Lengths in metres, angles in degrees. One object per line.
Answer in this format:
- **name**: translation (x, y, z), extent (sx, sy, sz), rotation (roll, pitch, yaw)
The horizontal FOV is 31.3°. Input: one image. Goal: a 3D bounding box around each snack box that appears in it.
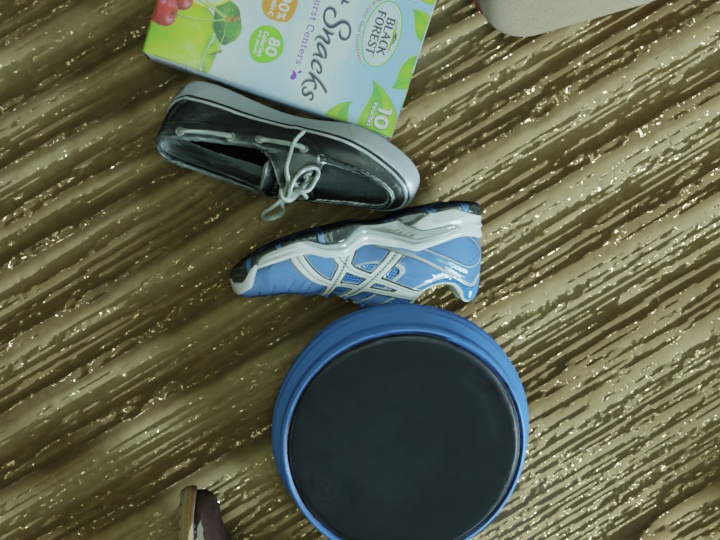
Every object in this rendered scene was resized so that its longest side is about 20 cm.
- **snack box**: translation (-0.049, -0.198, 0.974), extent (0.197, 0.053, 0.144), rotation (19, 92, -4)

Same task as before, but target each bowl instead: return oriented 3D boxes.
- **bowl**: translation (0.032, 0.126, 0.972), extent (0.197, 0.039, 0.204), rotation (-1, 107, -4)

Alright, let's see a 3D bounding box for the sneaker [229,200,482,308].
- **sneaker**: translation (0.000, 0.000, 0.973), extent (0.197, 0.076, 0.078), rotation (-10, 97, -2)

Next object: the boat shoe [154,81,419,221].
- **boat shoe**: translation (-0.055, -0.078, 0.957), extent (0.197, 0.074, 0.069), rotation (22, 50, -3)

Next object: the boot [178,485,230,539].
- **boot**: translation (-0.049, 0.247, 0.985), extent (0.164, 0.072, 0.203), rotation (-11, 100, -4)

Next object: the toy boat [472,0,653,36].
- **toy boat**: translation (0.166, -0.270, 0.965), extent (0.197, 0.131, 0.132), rotation (-16, 64, -3)
